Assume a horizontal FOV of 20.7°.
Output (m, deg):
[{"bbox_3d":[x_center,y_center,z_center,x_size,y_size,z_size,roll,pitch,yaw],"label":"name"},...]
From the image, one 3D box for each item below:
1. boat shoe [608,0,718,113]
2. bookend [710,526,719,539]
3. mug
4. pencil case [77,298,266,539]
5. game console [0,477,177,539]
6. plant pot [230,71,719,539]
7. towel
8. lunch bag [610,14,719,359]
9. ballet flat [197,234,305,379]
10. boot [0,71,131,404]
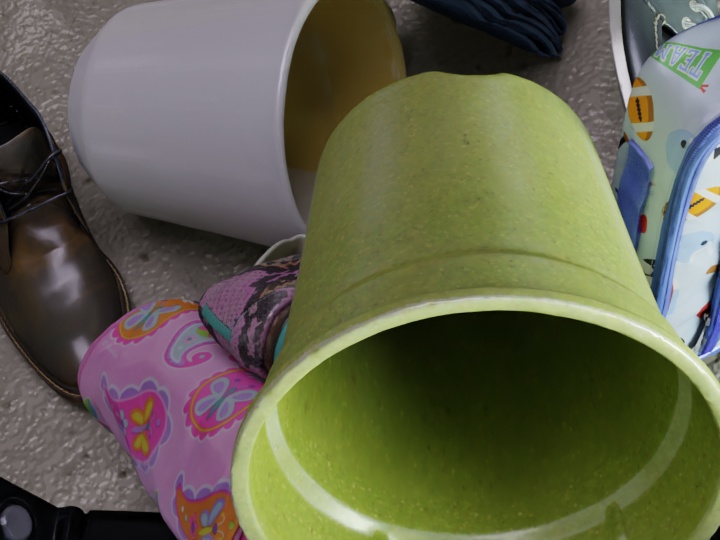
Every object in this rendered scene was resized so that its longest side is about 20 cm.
[{"bbox_3d":[0.170,-0.143,1.077,0.061,0.073,0.201,-6,51,15],"label":"boat shoe"},{"bbox_3d":[0.067,0.143,0.904,0.198,0.092,0.200,-32,55,-7],"label":"bookend"},{"bbox_3d":[-0.064,-0.085,1.081,0.152,0.186,0.151,4,91,26],"label":"mug"},{"bbox_3d":[-0.065,0.087,0.944,0.087,0.088,0.200,-35,35,-10],"label":"pencil case"},{"bbox_3d":[-0.144,0.185,0.921,0.116,0.176,0.201,-20,49,36],"label":"game console"},{"bbox_3d":[0.046,0.021,0.835,0.199,0.201,0.185,-11,42,7],"label":"plant pot"},{"bbox_3d":[0.038,-0.167,1.057,0.111,0.200,0.049,24,96,26],"label":"towel"},{"bbox_3d":[0.186,-0.039,0.931,0.159,0.201,0.076,-24,56,-18],"label":"lunch bag"},{"bbox_3d":[0.000,0.000,0.981,0.071,0.070,0.199,35,36,31],"label":"ballet flat"},{"bbox_3d":[-0.182,-0.024,1.072,0.074,0.097,0.201,-26,55,-3],"label":"boot"}]
